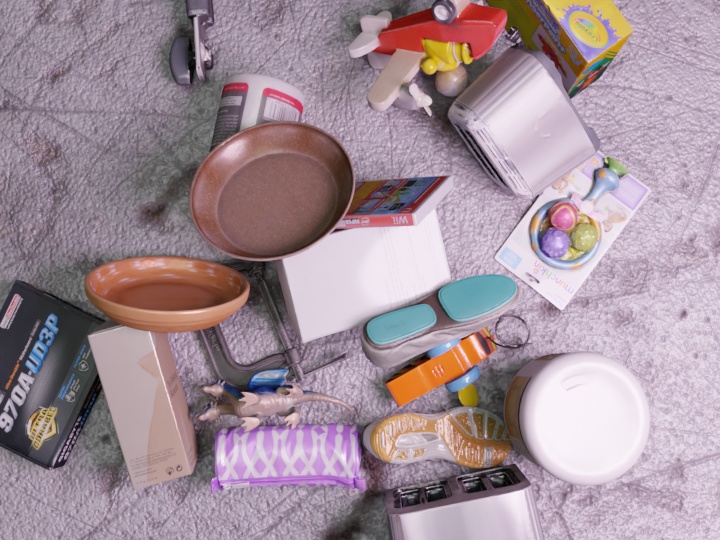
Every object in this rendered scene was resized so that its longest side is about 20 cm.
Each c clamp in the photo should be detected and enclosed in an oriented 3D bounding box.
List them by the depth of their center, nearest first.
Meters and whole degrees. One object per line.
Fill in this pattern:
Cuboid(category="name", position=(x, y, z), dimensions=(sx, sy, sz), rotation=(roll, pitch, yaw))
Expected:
Cuboid(category="c clamp", position=(-0.134, 0.069, 1.115), dimensions=(0.170, 0.027, 0.202), rotation=(-29, 85, 4))

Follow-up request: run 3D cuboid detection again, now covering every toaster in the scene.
Cuboid(category="toaster", position=(0.120, 0.315, 0.988), dimensions=(0.178, 0.200, 0.120), rotation=(-12, 88, 2))
Cuboid(category="toaster", position=(0.201, -0.188, 1.058), dimensions=(0.129, 0.114, 0.200), rotation=(-40, 118, 1))

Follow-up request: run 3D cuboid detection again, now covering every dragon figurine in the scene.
Cuboid(category="dragon figurine", position=(-0.114, 0.163, 1.071), dimensions=(0.197, 0.099, 0.060), rotation=(-8, 101, -15))

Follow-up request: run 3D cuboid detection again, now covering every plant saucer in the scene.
Cuboid(category="plant saucer", position=(-0.102, -0.089, 0.985), dimensions=(0.197, 0.037, 0.203), rotation=(-4, 59, 6))
Cuboid(category="plant saucer", position=(-0.237, 0.029, 1.029), dimensions=(0.197, 0.200, 0.038), rotation=(8, 108, 3))

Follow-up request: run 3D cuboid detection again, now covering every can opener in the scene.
Cuboid(category="can opener", position=(-0.237, -0.356, 1.149), dimensions=(0.066, 0.053, 0.203), rotation=(-6, 82, 1))

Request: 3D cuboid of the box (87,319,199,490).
Cuboid(category="box", position=(-0.270, 0.158, 1.051), dimensions=(0.077, 0.095, 0.203), rotation=(-15, 99, -2))

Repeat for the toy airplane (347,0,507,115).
Cuboid(category="toy airplane", position=(0.085, -0.285, 1.086), dimensions=(0.199, 0.200, 0.142), rotation=(-32, 119, 7))

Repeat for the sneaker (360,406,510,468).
Cuboid(category="sneaker", position=(0.094, 0.209, 1.065), dimensions=(0.197, 0.088, 0.077), rotation=(9, 79, -20))

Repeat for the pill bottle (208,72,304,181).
Cuboid(category="pill bottle", position=(-0.143, -0.144, 1.092), dimensions=(0.109, 0.111, 0.203), rotation=(11, 84, 4))

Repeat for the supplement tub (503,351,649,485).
Cuboid(category="supplement tub", position=(0.248, 0.171, 0.996), dimensions=(0.142, 0.200, 0.147), rotation=(0, 84, 2))

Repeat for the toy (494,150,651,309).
Cuboid(category="toy", position=(0.281, -0.064, 1.097), dimensions=(0.115, 0.047, 0.201), rotation=(37, 86, 7))

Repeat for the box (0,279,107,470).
Cuboid(category="box", position=(-0.424, 0.137, 1.105), dimensions=(0.157, 0.046, 0.202), rotation=(25, 85, 4))

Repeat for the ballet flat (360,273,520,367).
Cuboid(category="ballet flat", position=(0.094, 0.060, 0.989), dimensions=(0.198, 0.064, 0.068), rotation=(-19, 52, -7))

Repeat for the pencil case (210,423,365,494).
Cuboid(category="pencil case", position=(-0.093, 0.239, 1.059), dimensions=(0.197, 0.086, 0.085), rotation=(-4, 123, 2))

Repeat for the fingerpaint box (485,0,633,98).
Cuboid(category="fingerpaint box", position=(0.244, -0.335, 1.070), dimensions=(0.073, 0.167, 0.201), rotation=(-34, 83, -2))

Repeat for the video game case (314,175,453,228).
Cuboid(category="video game case", position=(0.001, -0.084, 1.037), dimensions=(0.198, 0.143, 0.018), rotation=(-1, 113, 26))

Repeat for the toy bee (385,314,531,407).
Cuboid(category="toy bee", position=(0.133, 0.112, 1.069), dimensions=(0.197, 0.109, 0.133), rotation=(-7, 99, 23))

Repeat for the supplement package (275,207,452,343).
Cuboid(category="supplement package", position=(0.000, 0.000, 1.043), dimensions=(0.197, 0.117, 0.119), rotation=(-15, 97, -9))
